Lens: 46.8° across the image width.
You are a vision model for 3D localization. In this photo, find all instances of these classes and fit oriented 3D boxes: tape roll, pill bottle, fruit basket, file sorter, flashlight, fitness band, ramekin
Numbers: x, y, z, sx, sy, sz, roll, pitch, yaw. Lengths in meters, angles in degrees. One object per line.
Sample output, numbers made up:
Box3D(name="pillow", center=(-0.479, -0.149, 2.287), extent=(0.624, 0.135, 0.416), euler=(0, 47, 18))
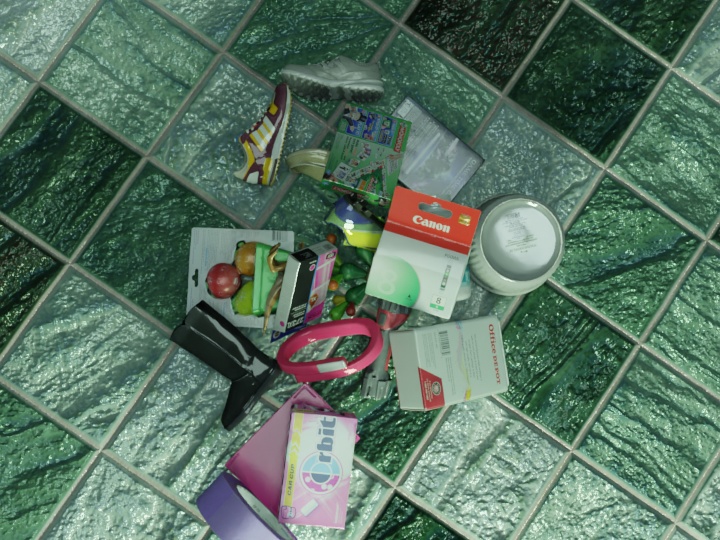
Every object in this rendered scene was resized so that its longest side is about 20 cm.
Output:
Box3D(name="tape roll", center=(-0.181, 0.429, 1.385), extent=(0.066, 0.200, 0.200), euler=(-45, 91, -9))
Box3D(name="pill bottle", center=(0.145, -0.040, 1.565), extent=(0.111, 0.111, 0.201), euler=(-6, 89, -4))
Box3D(name="fruit basket", center=(-0.224, 0.015, 1.562), extent=(0.200, 0.094, 0.186), euler=(1, 86, 12))
Box3D(name="file sorter", center=(-0.124, 0.319, 1.519), extent=(0.139, 0.125, 0.200), euler=(45, 86, -2))
Box3D(name="flashlight", center=(0.049, 0.140, 1.561), extent=(0.068, 0.068, 0.200), euler=(10, 100, -2))
Box3D(name="fitness band", center=(-0.055, 0.143, 1.509), extent=(0.200, 0.144, 0.037), euler=(-9, 118, 21))
Box3D(name="ramekin", center=(0.292, -0.052, 1.582), extent=(0.200, 0.105, 0.201), euler=(0, 87, -4))

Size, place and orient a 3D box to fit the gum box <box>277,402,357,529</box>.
Box3D(name="gum box", center=(-0.073, 0.331, 1.426), extent=(0.113, 0.066, 0.201), euler=(7, 88, -6))

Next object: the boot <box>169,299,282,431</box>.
Box3D(name="boot", center=(-0.267, 0.176, 1.526), extent=(0.200, 0.066, 0.165), euler=(38, 93, -11))

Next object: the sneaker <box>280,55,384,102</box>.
Box3D(name="sneaker", center=(-0.054, -0.375, 1.602), extent=(0.200, 0.075, 0.082), euler=(5, 71, -10))

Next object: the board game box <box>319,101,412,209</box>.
Box3D(name="board game box", center=(0.013, -0.217, 1.545), extent=(0.134, 0.029, 0.200), euler=(18, 56, -4))

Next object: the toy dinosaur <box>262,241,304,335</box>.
Box3D(name="toy dinosaur", center=(-0.131, 0.010, 1.486), extent=(0.200, 0.060, 0.106), euler=(-45, 105, -17))

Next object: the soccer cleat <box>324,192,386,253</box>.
Box3D(name="soccer cleat", center=(0.014, -0.064, 1.520), extent=(0.084, 0.065, 0.200), euler=(-38, 128, 16))

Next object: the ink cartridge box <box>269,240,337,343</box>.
Box3D(name="ink cartridge box", center=(-0.103, 0.046, 1.486), extent=(0.037, 0.095, 0.200), euler=(37, 129, 27))

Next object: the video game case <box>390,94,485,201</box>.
Box3D(name="video game case", center=(0.123, -0.225, 1.623), extent=(0.200, 0.019, 0.143), euler=(40, 85, -2))

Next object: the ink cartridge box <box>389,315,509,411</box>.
Box3D(name="ink cartridge box", center=(0.165, 0.168, 1.531), extent=(0.200, 0.083, 0.146), euler=(-6, 86, -33))

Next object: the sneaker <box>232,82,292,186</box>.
Box3D(name="sneaker", center=(-0.186, -0.264, 1.575), extent=(0.090, 0.075, 0.200), euler=(11, 85, -9))

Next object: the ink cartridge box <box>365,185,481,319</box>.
Box3D(name="ink cartridge box", center=(0.109, -0.029, 1.461), extent=(0.161, 0.050, 0.200), euler=(17, 116, 7))

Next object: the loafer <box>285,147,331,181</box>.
Box3D(name="loafer", center=(-0.046, -0.183, 1.579), extent=(0.200, 0.076, 0.068), euler=(9, 79, -4))

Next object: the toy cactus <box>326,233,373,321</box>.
Box3D(name="toy cactus", center=(0.000, 0.000, 1.572), extent=(0.165, 0.102, 0.200), euler=(11, 77, -13))
